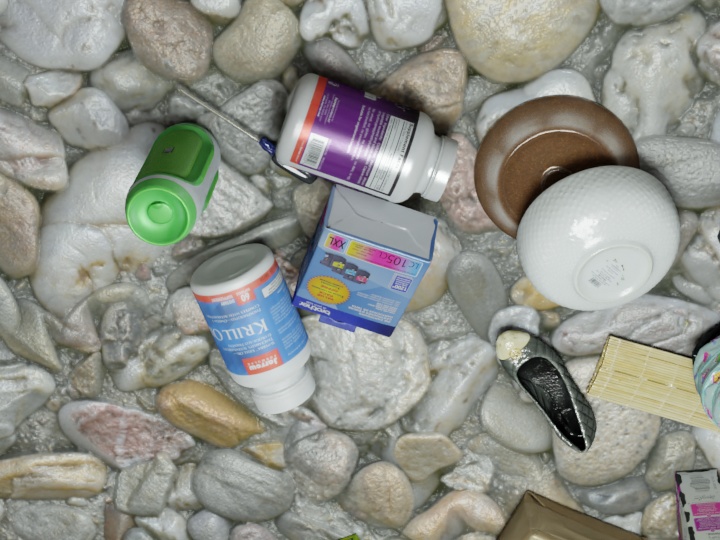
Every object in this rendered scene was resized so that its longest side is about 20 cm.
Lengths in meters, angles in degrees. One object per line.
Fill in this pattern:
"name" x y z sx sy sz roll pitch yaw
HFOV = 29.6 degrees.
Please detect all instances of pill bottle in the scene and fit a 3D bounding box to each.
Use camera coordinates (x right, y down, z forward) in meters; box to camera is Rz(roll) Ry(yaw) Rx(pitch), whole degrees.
"pill bottle" 0.008 -0.149 1.592 0.200 0.112 0.112 19 117 -6
"pill bottle" -0.128 0.077 1.715 0.112 0.112 0.200 -17 114 12

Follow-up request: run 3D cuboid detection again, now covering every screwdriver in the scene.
"screwdriver" -0.133 -0.168 1.641 0.200 0.028 0.029 37 83 -13

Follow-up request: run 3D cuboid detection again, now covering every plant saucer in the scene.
"plant saucer" 0.237 -0.110 1.639 0.200 0.037 0.200 1 117 2

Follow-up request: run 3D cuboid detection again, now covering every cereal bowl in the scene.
"cereal bowl" 0.290 -0.023 1.619 0.200 0.083 0.200 -7 134 -7

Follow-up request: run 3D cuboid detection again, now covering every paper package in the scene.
"paper package" 0.268 0.432 1.873 0.191 0.103 0.200 23 117 -6

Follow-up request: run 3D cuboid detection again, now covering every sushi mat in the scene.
"sushi mat" 0.402 0.150 1.771 0.200 0.012 0.096 16 115 -5

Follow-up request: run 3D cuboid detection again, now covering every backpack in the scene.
"backpack" 0.512 0.120 1.682 0.200 0.127 0.167 -24 111 9

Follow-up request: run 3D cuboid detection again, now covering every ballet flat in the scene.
"ballet flat" 0.245 0.152 1.759 0.066 0.057 0.200 -35 109 18

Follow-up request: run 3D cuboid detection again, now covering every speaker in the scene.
"speaker" -0.215 -0.104 1.580 0.088 0.200 0.088 2 117 3

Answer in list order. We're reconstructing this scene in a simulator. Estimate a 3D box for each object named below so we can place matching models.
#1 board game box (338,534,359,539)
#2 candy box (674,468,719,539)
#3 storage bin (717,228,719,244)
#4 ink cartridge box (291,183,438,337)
"board game box" -0.011 0.479 1.947 0.102 0.048 0.200 -21 114 13
"candy box" 0.455 0.372 1.775 0.061 0.200 0.136 -6 116 7
"storage bin" 0.537 -0.036 1.599 0.200 0.135 0.094 13 116 -3
"ink cartridge box" 0.000 0.000 1.664 0.136 0.076 0.200 18 143 -5
